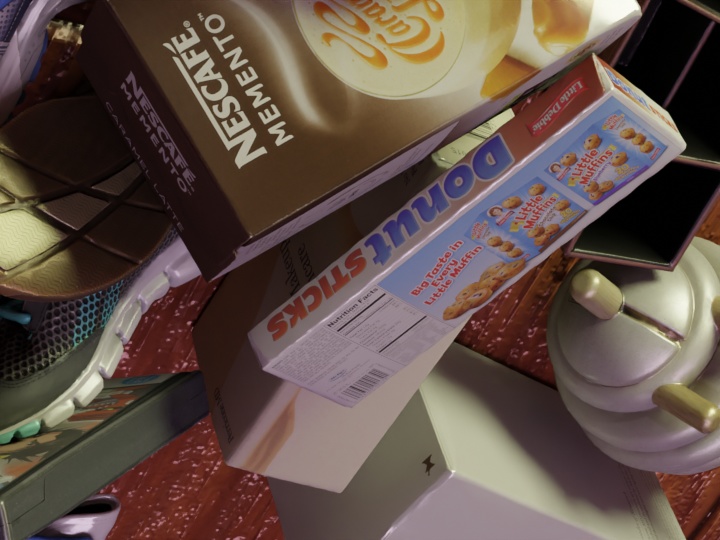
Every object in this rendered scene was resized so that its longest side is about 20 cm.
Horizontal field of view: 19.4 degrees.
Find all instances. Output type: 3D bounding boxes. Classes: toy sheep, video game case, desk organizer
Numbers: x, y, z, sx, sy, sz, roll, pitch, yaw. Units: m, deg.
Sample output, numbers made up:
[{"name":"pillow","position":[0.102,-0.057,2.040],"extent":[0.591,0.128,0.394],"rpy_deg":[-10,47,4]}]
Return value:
[{"name":"toy sheep","position":[0.163,0.043,1.094],"extent":[0.138,0.138,0.200],"rpy_deg":[-33,141,11]},{"name":"video game case","position":[-0.188,0.087,0.939],"extent":[0.180,0.200,0.026],"rpy_deg":[-6,100,21]},{"name":"desk organizer","position":[0.153,-0.100,0.997],"extent":[0.071,0.077,0.201],"rpy_deg":[8,128,-26]}]

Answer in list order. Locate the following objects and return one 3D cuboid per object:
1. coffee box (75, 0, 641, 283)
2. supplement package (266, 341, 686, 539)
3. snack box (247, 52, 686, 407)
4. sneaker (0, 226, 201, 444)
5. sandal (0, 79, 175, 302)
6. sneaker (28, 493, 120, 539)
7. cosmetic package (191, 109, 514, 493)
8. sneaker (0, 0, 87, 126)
[{"name":"coffee box","position":[-0.001,-0.097,0.864],"extent":[0.199,0.115,0.080],"rpy_deg":[-32,178,-20]},{"name":"supplement package","position":[0.065,0.132,1.148],"extent":[0.199,0.120,0.121],"rpy_deg":[26,120,-37]},{"name":"snack box","position":[0.046,-0.013,0.922],"extent":[0.200,0.024,0.072],"rpy_deg":[-39,144,18]},{"name":"sneaker","position":[-0.133,-0.008,0.943],"extent":[0.200,0.077,0.091],"rpy_deg":[-50,130,-31]},{"name":"sandal","position":[-0.110,-0.046,0.893],"extent":[0.080,0.200,0.054],"rpy_deg":[48,131,-10]},{"name":"sneaker","position":[-0.163,0.184,1.140],"extent":[0.146,0.081,0.200],"rpy_deg":[-38,127,21]},{"name":"cosmetic package","position":[0.000,0.000,1.016],"extent":[0.071,0.105,0.200],"rpy_deg":[17,122,-30]},{"name":"sneaker","position":[-0.165,-0.118,0.855],"extent":[0.200,0.077,0.085],"rpy_deg":[-50,137,4]}]
